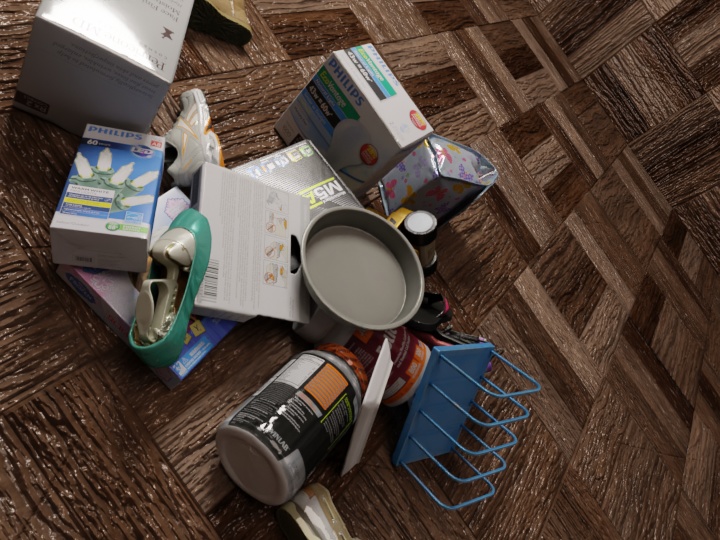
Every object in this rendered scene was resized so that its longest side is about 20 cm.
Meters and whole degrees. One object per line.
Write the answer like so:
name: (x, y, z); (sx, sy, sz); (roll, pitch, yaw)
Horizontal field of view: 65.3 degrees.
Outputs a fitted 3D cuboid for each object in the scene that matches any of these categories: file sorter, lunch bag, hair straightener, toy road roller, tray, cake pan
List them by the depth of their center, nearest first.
tray: (0.010, 0.192, 0.759); (0.022, 0.202, 0.108); (19, 46, 6)
cake pan: (0.000, 0.000, 0.813); (0.198, 0.037, 0.203); (15, 54, -22)
file sorter: (0.161, 0.229, 0.839); (0.137, 0.203, 0.122); (3, 22, -41)
hair straightener: (0.149, 0.109, 0.959); (0.077, 0.197, 0.041); (-45, 139, -49)
toy road roller: (0.039, -0.021, 0.970); (0.145, 0.124, 0.201); (25, 60, 25)
lunch bag: (0.166, -0.166, 1.140); (0.198, 0.169, 0.129); (7, 58, -40)

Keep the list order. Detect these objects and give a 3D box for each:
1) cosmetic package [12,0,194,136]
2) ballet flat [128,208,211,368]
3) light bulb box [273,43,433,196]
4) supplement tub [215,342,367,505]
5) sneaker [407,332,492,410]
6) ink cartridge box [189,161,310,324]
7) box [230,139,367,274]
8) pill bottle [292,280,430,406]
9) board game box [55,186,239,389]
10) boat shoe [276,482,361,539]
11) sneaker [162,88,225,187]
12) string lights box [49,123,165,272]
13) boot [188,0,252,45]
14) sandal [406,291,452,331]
cosmetic package: (-0.344, -0.305, 0.766); (0.163, 0.165, 0.203); (20, 52, -30)
ballet flat: (-0.221, 0.010, 0.655); (0.071, 0.066, 0.203); (65, 30, -68)
light bulb box: (-0.015, -0.255, 1.009); (0.199, 0.199, 0.125); (53, 42, 0)
supplement tub: (-0.079, 0.187, 0.727); (0.123, 0.122, 0.200); (53, 42, -1)
sneaker: (0.158, 0.168, 0.952); (0.200, 0.113, 0.074); (-45, 126, -46)
ink cartridge box: (-0.151, -0.030, 0.776); (0.172, 0.043, 0.203); (15, 64, -38)
box: (-0.106, -0.096, 0.884); (0.199, 0.048, 0.194); (-29, 72, -32)
pill bottle: (0.002, 0.107, 0.856); (0.199, 0.114, 0.115); (38, 44, -18)
board game box: (-0.247, 0.014, 0.743); (0.200, 0.041, 0.200); (47, 43, -8)
boat shoe: (-0.023, 0.363, 0.702); (0.068, 0.075, 0.201); (-29, 84, -42)
sneaker: (-0.263, -0.201, 0.840); (0.091, 0.076, 0.201); (-14, 51, -15)
string lights box: (-0.306, -0.094, 0.698); (0.101, 0.059, 0.202); (7, 45, -18)
boot: (-0.285, -0.532, 1.045); (0.174, 0.066, 0.203); (15, 55, -50)
sandal: (0.122, 0.063, 0.976); (0.074, 0.046, 0.200); (14, 8, 13)
